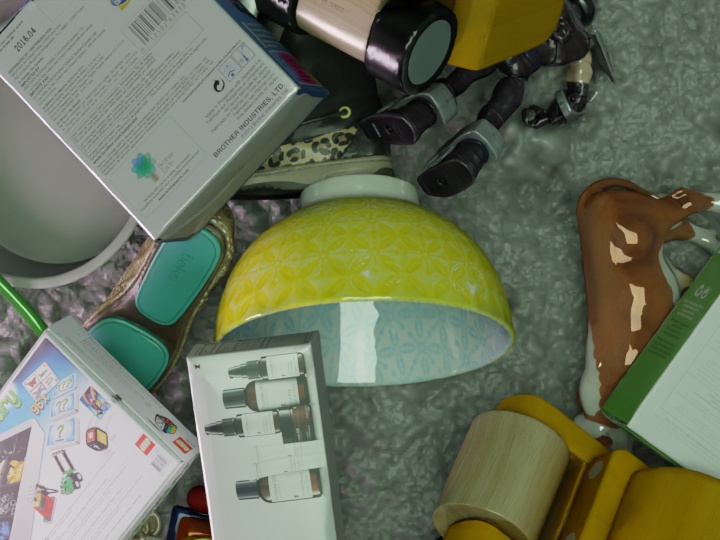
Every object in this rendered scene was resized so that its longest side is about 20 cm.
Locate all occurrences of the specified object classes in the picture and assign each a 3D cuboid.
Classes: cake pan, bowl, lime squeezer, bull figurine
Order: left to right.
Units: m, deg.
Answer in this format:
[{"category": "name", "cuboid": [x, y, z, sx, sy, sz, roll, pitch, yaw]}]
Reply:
[{"category": "cake pan", "cuboid": [-0.212, -0.089, 1.677, 0.200, 0.037, 0.201, 1, 93, 25]}, {"category": "lime squeezer", "cuboid": [-0.198, 0.093, 1.693, 0.070, 0.038, 0.201, 2, 111, 28]}, {"category": "bowl", "cuboid": [0.000, 0.000, 1.662, 0.199, 0.200, 0.108, -2, 72, -2]}, {"category": "bull figurine", "cuboid": [0.199, 0.035, 1.721, 0.121, 0.065, 0.201, -6, 98, -9]}]

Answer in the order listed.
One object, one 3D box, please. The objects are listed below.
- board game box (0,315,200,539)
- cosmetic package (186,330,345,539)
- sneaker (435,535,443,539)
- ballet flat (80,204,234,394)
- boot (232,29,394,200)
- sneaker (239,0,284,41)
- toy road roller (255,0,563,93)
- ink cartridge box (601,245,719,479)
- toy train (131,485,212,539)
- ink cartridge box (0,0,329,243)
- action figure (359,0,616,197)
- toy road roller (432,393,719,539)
[{"category": "board game box", "cuboid": [-0.205, 0.142, 1.669, 0.126, 0.035, 0.200, 44, 119, 8]}, {"category": "cosmetic package", "cuboid": [-0.056, 0.144, 1.598, 0.082, 0.051, 0.201, -7, 99, 7]}, {"category": "sneaker", "cuboid": [0.062, 0.243, 1.721, 0.201, 0.067, 0.108, -35, 90, -3]}, {"category": "ballet flat", "cuboid": [-0.139, 0.025, 1.700, 0.070, 0.065, 0.200, 37, 121, -8]}, {"category": "boot", "cuboid": [-0.077, -0.125, 1.701, 0.199, 0.073, 0.151, -1, 87, 6]}, {"category": "sneaker", "cuboid": [-0.066, -0.213, 1.640, 0.088, 0.074, 0.201, 2, 87, 23]}, {"category": "toy road roller", "cuboid": [0.042, -0.207, 1.554, 0.123, 0.200, 0.146, 30, 120, 26]}, {"category": "ink cartridge box", "cuboid": [0.263, 0.047, 1.671, 0.104, 0.059, 0.200, 36, 89, -14]}, {"category": "toy train", "cuboid": [-0.111, 0.191, 1.688, 0.199, 0.116, 0.085, 12, 91, -3]}, {"category": "ink cartridge box", "cuboid": [-0.139, -0.135, 1.581, 0.136, 0.076, 0.200, -45, 82, 9]}, {"category": "action figure", "cuboid": [0.096, -0.137, 1.690, 0.200, 0.069, 0.130, -43, 101, -29]}, {"category": "toy road roller", "cuboid": [0.162, 0.168, 1.642, 0.200, 0.146, 0.123, 37, 56, -18]}]
